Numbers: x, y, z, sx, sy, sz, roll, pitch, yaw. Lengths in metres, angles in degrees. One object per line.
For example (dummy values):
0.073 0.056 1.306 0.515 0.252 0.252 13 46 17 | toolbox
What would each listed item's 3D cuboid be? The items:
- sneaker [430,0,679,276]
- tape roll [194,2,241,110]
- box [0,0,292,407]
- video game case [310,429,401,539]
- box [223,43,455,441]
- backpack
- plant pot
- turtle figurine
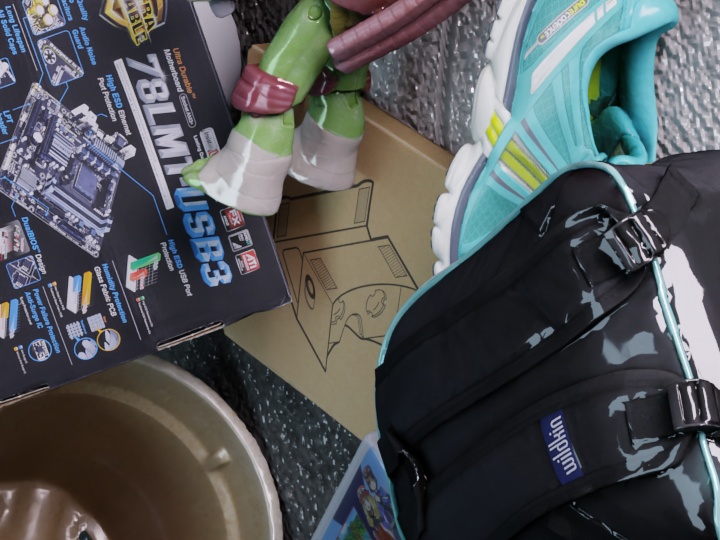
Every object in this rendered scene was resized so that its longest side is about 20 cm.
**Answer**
0.085 -0.042 1.194 0.079 0.077 0.201 32 124 36 | sneaker
-0.165 -0.108 1.429 0.201 0.071 0.203 13 137 13 | tape roll
-0.155 -0.045 1.331 0.050 0.197 0.201 -123 13 -68 | box
0.023 0.203 1.365 0.183 0.023 0.200 60 148 25 | video game case
0.000 0.000 1.364 0.200 0.021 0.164 35 126 44 | box
0.103 0.060 1.121 0.200 0.153 0.177 -34 68 42 | backpack
-0.165 0.158 1.514 0.183 0.199 0.202 -37 68 64 | plant pot
-0.040 -0.138 1.272 0.144 0.199 0.195 -89 14 -66 | turtle figurine
